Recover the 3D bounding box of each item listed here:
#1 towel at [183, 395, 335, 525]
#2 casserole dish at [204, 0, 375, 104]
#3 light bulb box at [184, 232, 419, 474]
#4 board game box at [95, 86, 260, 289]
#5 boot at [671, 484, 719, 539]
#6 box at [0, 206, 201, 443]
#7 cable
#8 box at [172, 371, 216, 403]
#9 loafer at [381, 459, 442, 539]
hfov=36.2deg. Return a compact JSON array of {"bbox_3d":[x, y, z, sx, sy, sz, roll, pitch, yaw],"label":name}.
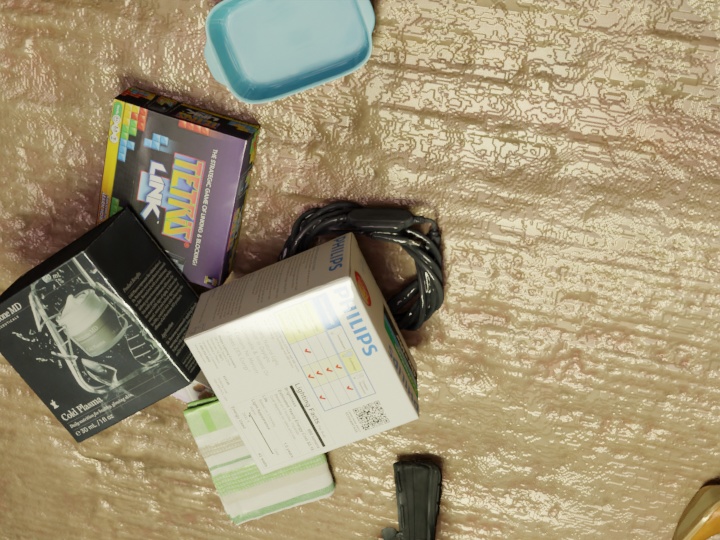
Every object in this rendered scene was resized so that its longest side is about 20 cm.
[{"bbox_3d":[-0.126,0.228,1.408,0.149,0.031,0.201,-17,120,0],"label":"towel"},{"bbox_3d":[-0.075,-0.258,1.201,0.199,0.039,0.122,-16,109,19],"label":"casserole dish"},{"bbox_3d":[-0.060,0.095,1.251,0.199,0.125,0.199,-21,113,11],"label":"light bulb box"},{"bbox_3d":[-0.220,-0.095,1.301,0.165,0.057,0.201,18,117,7],"label":"board game box"},{"bbox_3d":[0.477,0.296,1.303,0.144,0.071,0.202,32,112,1],"label":"boot"},{"bbox_3d":[-0.305,0.066,1.306,0.200,0.124,0.197,-29,106,27],"label":"box"},{"bbox_3d":[0.000,0.000,1.302,0.199,0.051,0.164,0,119,11],"label":"cable"},{"bbox_3d":[-0.214,0.145,1.418,0.199,0.041,0.039,25,118,0],"label":"box"},{"bbox_3d":[0.060,0.337,1.375,0.070,0.201,0.068,3,160,10],"label":"loafer"}]
